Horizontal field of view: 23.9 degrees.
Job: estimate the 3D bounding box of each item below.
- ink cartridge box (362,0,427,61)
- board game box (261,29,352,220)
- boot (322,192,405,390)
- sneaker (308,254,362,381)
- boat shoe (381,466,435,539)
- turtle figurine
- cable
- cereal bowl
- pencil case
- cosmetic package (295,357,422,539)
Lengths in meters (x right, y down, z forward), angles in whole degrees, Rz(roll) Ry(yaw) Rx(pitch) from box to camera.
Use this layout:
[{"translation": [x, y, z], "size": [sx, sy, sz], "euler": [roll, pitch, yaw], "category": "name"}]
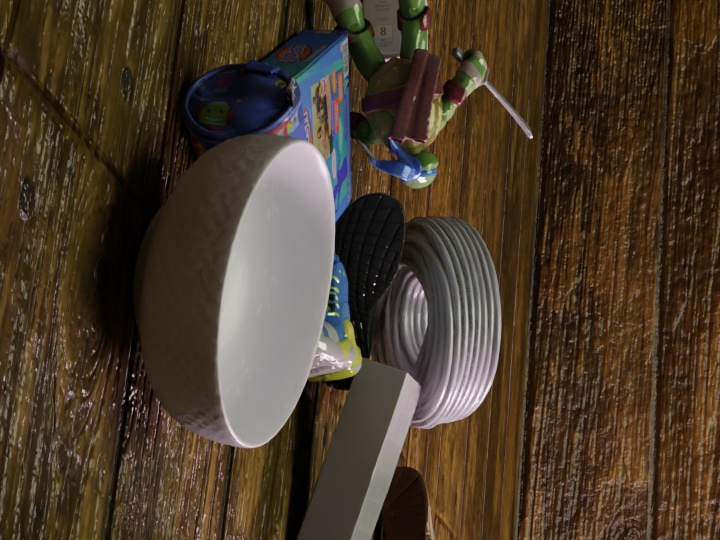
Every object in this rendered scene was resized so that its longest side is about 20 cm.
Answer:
[{"translation": [0.035, -0.295, 1.772], "size": [0.160, 0.047, 0.200], "euler": [37, 50, -75], "category": "ink cartridge box"}, {"translation": [-0.048, -0.102, 1.371], "size": [0.200, 0.045, 0.152], "euler": [-58, 148, -69], "category": "board game box"}, {"translation": [0.000, 0.000, 1.561], "size": [0.131, 0.068, 0.200], "euler": [-73, 177, -64], "category": "boot"}, {"translation": [-0.045, 0.035, 1.375], "size": [0.200, 0.076, 0.105], "euler": [58, 23, -82], "category": "sneaker"}, {"translation": [0.056, 0.318, 1.859], "size": [0.065, 0.071, 0.200], "euler": [68, 22, -71], "category": "boat shoe"}, {"translation": [0.033, -0.176, 1.520], "size": [0.200, 0.144, 0.194], "euler": [-29, 108, -54], "category": "turtle figurine"}, {"translation": [0.069, 0.049, 1.602], "size": [0.200, 0.069, 0.200], "euler": [121, -36, -53], "category": "cable"}, {"translation": [-0.086, 0.009, 1.074], "size": [0.200, 0.083, 0.201], "euler": [9, 90, -73], "category": "cereal bowl"}, {"translation": [-0.068, -0.063, 1.195], "size": [0.087, 0.078, 0.200], "euler": [-55, 153, -27], "category": "pencil case"}, {"translation": [-0.005, 0.183, 1.496], "size": [0.083, 0.051, 0.200], "euler": [48, 60, -71], "category": "cosmetic package"}]
